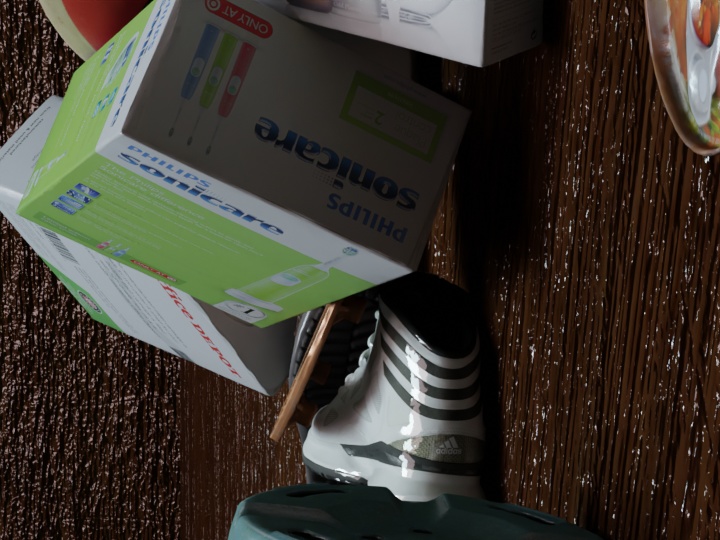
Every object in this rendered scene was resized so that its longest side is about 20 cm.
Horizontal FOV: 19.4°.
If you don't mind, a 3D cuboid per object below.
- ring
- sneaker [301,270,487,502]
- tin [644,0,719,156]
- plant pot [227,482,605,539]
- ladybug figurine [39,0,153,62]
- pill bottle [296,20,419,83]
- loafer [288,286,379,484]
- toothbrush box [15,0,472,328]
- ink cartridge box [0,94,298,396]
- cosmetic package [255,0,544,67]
[{"bbox_3d":[0.000,0.000,1.111,0.200,0.019,0.201,-156,90,-90],"label":"ring"},{"bbox_3d":[0.025,0.057,1.095,0.200,0.075,0.116,-172,88,-74],"label":"sneaker"},{"bbox_3d":[0.108,-0.129,0.549,0.112,0.042,0.201,-104,14,-70],"label":"tin"},{"bbox_3d":[0.015,0.192,0.801,0.200,0.200,0.197,-142,59,-79],"label":"plant pot"},{"bbox_3d":[-0.096,-0.162,1.051,0.136,0.072,0.200,-63,-30,-12],"label":"ladybug figurine"},{"bbox_3d":[-0.028,-0.108,1.213,0.200,0.112,0.113,175,93,-81],"label":"pill bottle"},{"bbox_3d":[-0.013,0.070,1.287,0.071,0.073,0.200,-104,14,-50],"label":"loafer"},{"bbox_3d":[-0.061,-0.049,0.990,0.200,0.145,0.086,-20,47,68],"label":"toothbrush box"},{"bbox_3d":[-0.125,-0.018,1.316,0.200,0.084,0.146,19,153,45],"label":"ink cartridge box"},{"bbox_3d":[-0.013,-0.183,0.895,0.200,0.052,0.151,18,117,33],"label":"cosmetic package"}]
